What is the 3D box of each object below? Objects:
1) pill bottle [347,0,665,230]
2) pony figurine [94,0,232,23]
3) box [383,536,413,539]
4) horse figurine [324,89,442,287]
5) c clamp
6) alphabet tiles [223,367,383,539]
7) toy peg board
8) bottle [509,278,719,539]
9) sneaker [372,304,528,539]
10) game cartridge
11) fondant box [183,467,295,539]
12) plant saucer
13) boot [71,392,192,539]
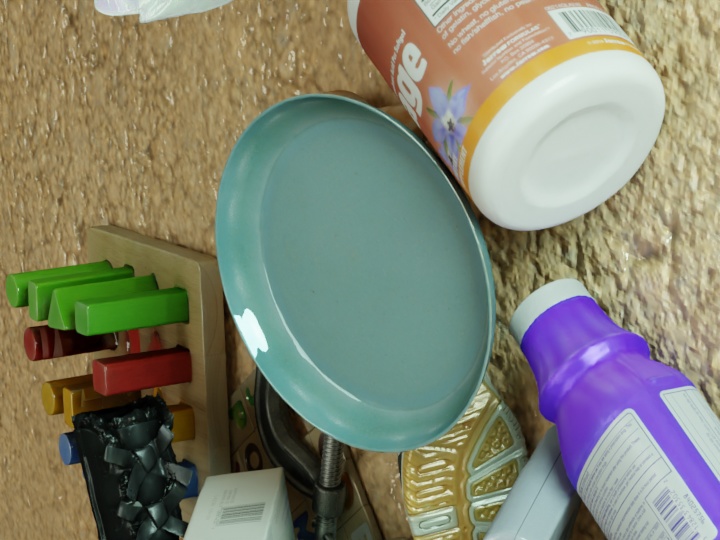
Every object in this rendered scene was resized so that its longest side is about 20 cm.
[{"bbox_3d":[0.062,-0.125,1.091,0.200,0.111,0.113,56,140,35],"label":"pill bottle"},{"bbox_3d":[-0.062,-0.234,1.172,0.200,0.192,0.168,141,122,-61],"label":"pony figurine"},{"bbox_3d":[0.021,0.273,1.292,0.082,0.068,0.202,18,112,56],"label":"box"},{"bbox_3d":[-0.009,-0.060,1.255,0.133,0.050,0.200,-64,26,-1],"label":"horse figurine"},{"bbox_3d":[-0.024,0.082,1.354,0.171,0.027,0.202,35,128,56],"label":"c clamp"},{"bbox_3d":[-0.042,0.161,1.425,0.167,0.007,0.201,-48,57,51],"label":"alphabet tiles"},{"bbox_3d":[-0.184,0.082,1.541,0.200,0.097,0.201,16,111,59],"label":"toy peg board"},{"bbox_3d":[0.143,0.091,1.058,0.201,0.065,0.084,58,140,33],"label":"bottle"},{"bbox_3d":[0.048,0.077,1.220,0.088,0.075,0.202,-155,55,-80],"label":"sneaker"},{"bbox_3d":[0.074,0.195,1.139,0.040,0.133,0.201,19,121,9],"label":"game cartridge"},{"bbox_3d":[-0.065,0.245,1.348,0.144,0.058,0.202,-78,-19,-76],"label":"fondant box"},{"bbox_3d":[0.000,0.000,1.142,0.199,0.027,0.202,18,118,38],"label":"plant saucer"},{"bbox_3d":[-0.162,0.173,1.439,0.198,0.073,0.164,-14,92,65],"label":"boot"}]
